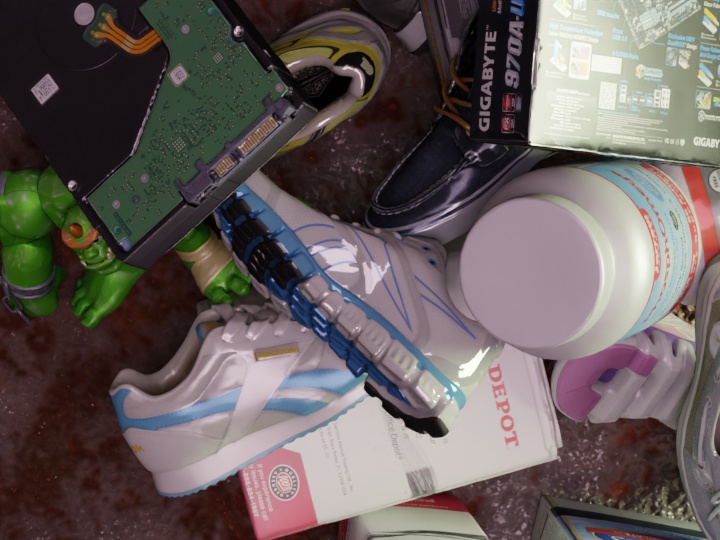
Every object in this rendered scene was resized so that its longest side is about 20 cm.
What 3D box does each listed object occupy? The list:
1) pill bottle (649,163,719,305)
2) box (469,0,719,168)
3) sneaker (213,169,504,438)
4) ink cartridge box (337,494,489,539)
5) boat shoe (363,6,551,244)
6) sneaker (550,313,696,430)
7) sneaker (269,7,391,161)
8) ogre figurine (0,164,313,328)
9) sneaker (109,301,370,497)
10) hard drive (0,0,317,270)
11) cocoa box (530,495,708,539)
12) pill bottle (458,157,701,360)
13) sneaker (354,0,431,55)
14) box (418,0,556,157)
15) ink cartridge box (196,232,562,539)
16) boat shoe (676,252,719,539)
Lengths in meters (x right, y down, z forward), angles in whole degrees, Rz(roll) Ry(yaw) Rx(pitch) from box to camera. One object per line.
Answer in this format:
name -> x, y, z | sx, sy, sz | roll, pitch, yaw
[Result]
pill bottle -> 0.278, -0.057, 1.715 | 0.199, 0.116, 0.117 | -15, 101, -5
box -> 0.146, -0.143, 1.567 | 0.199, 0.046, 0.160 | 2, 92, -48
sneaker -> 0.000, 0.000, 1.578 | 0.200, 0.075, 0.087 | 44, 70, 2
ink cartridge box -> 0.032, 0.229, 1.686 | 0.084, 0.200, 0.146 | 5, 99, -8
boat shoe -> 0.070, -0.099, 1.613 | 0.200, 0.071, 0.091 | -38, 127, -9
sneaker -> 0.197, 0.057, 1.743 | 0.199, 0.089, 0.081 | 17, 121, -31
sneaker -> -0.075, -0.095, 1.673 | 0.199, 0.076, 0.076 | -31, 104, 12
ogre figurine -> -0.143, -0.030, 1.642 | 0.120, 0.199, 0.099 | 51, 51, -45
sneaker -> -0.052, 0.052, 1.622 | 0.199, 0.077, 0.081 | -32, 110, -1
hard drive -> -0.132, -0.119, 1.560 | 0.140, 0.038, 0.200 | -42, 69, 11
cocoa box -> 0.204, 0.236, 1.745 | 0.199, 0.131, 0.134 | 12, 98, -9
pill bottle -> 0.123, -0.007, 1.571 | 0.108, 0.200, 0.110 | 2, 96, 18
sneaker -> 0.050, -0.237, 1.679 | 0.090, 0.066, 0.201 | 28, 97, -13
box -> 0.115, -0.171, 1.661 | 0.158, 0.048, 0.201 | -23, 125, -12
ink cartridge box -> 0.011, 0.067, 1.716 | 0.199, 0.085, 0.147 | -15, 101, -3
boat shoe -> 0.237, 0.087, 1.671 | 0.074, 0.065, 0.203 | -3, 113, -11
